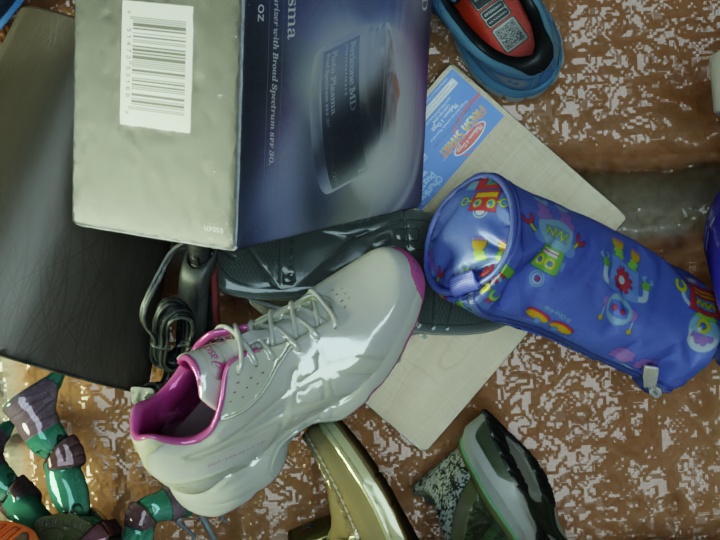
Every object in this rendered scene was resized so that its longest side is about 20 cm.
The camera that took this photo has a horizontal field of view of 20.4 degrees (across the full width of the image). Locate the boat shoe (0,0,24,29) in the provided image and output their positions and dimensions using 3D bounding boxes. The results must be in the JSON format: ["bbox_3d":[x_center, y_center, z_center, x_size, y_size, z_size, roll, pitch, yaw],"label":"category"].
[{"bbox_3d":[-0.229,-0.196,1.222,0.069,0.084,0.200,37,76,-20],"label":"boat shoe"}]

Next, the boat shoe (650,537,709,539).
[{"bbox_3d":[0.181,0.211,1.270,0.199,0.068,0.075,-4,99,18],"label":"boat shoe"}]

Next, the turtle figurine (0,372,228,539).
[{"bbox_3d":[-0.160,0.168,1.225,0.150,0.101,0.200,-39,85,16],"label":"turtle figurine"}]

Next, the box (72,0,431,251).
[{"bbox_3d":[-0.055,-0.128,1.144,0.123,0.198,0.201,10,104,31],"label":"box"}]

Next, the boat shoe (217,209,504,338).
[{"bbox_3d":[-0.001,0.002,1.240,0.201,0.065,0.075,5,81,-7],"label":"boat shoe"}]

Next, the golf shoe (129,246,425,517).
[{"bbox_3d":[-0.048,0.055,1.155,0.200,0.075,0.092,-45,135,2],"label":"golf shoe"}]

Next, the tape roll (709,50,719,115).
[{"bbox_3d":[0.308,-0.120,1.189,0.202,0.203,0.037,-5,89,-3],"label":"tape roll"}]

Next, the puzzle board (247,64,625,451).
[{"bbox_3d":[0.049,-0.008,1.275,0.151,0.017,0.200,41,90,-3],"label":"puzzle board"}]

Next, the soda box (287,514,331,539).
[{"bbox_3d":[0.018,0.250,1.266,0.068,0.064,0.201,-21,94,0],"label":"soda box"}]

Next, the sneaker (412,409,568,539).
[{"bbox_3d":[0.086,0.188,1.234,0.088,0.200,0.077,-35,138,20],"label":"sneaker"}]

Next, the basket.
[{"bbox_3d":[-0.182,-0.046,1.204,0.180,0.136,0.201,17,88,-23],"label":"basket"}]

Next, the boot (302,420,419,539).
[{"bbox_3d":[-0.033,0.201,1.196,0.154,0.072,0.201,-24,95,2],"label":"boot"}]

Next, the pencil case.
[{"bbox_3d":[0.132,0.014,1.211,0.200,0.078,0.087,25,57,-32],"label":"pencil case"}]

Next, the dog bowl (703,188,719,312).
[{"bbox_3d":[0.309,-0.010,1.198,0.199,0.200,0.079,-7,51,-2],"label":"dog bowl"}]

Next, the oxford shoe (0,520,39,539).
[{"bbox_3d":[-0.251,0.206,1.215,0.200,0.071,0.073,-24,102,40],"label":"oxford shoe"}]

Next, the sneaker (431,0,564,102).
[{"bbox_3d":[0.059,-0.194,1.225,0.078,0.090,0.200,-42,92,0],"label":"sneaker"}]

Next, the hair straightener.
[{"bbox_3d":[-0.101,0.051,1.184,0.041,0.200,0.077,25,51,12],"label":"hair straightener"}]
